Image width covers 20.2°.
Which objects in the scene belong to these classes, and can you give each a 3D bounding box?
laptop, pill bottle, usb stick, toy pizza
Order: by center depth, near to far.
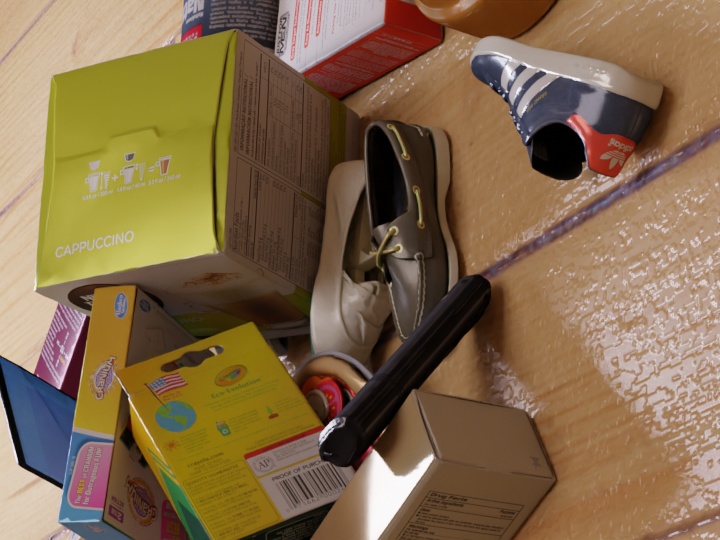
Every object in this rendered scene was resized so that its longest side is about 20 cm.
[{"bbox_3d":[0.034,0.070,1.455,0.200,0.033,0.055,-46,-11,-42],"label":"usb stick"},{"bbox_3d":[-0.022,0.164,1.592,0.200,0.032,0.201,12,105,56],"label":"toy pizza"},{"bbox_3d":[-0.213,0.130,1.818,0.177,0.200,0.103,-118,14,-53],"label":"laptop"},{"bbox_3d":[-0.109,-0.211,1.879,0.120,0.119,0.200,-30,53,55],"label":"pill bottle"}]

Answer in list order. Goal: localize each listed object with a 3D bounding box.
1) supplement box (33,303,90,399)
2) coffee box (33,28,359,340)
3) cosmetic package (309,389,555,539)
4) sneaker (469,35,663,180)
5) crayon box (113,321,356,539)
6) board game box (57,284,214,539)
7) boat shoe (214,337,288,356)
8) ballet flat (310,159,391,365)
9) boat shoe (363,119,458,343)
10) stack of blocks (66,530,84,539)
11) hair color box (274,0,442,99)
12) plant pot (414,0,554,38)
[{"bbox_3d":[-0.249,0.072,2.030,0.086,0.110,0.200,48,120,57],"label":"supplement box"},{"bbox_3d":[-0.135,-0.060,1.710,0.199,0.198,0.200,-10,67,30],"label":"coffee box"},{"bbox_3d":[0.041,0.183,1.445,0.200,0.105,0.071,-56,35,31],"label":"cosmetic package"},{"bbox_3d":[0.130,-0.112,1.434,0.200,0.075,0.085,24,96,62],"label":"sneaker"},{"bbox_3d":[-0.094,0.136,1.549,0.200,0.127,0.051,55,155,39],"label":"crayon box"},{"bbox_3d":[-0.179,0.133,1.649,0.040,0.153,0.200,-4,64,22],"label":"board game box"},{"bbox_3d":[-0.097,-0.008,1.834,0.065,0.074,0.202,-13,59,21],"label":"boat shoe"},{"bbox_3d":[0.000,0.000,1.654,0.069,0.069,0.200,-25,56,57],"label":"ballet flat"},{"bbox_3d":[0.035,-0.028,1.592,0.072,0.060,0.202,-40,45,50],"label":"boat shoe"},{"bbox_3d":[-0.227,0.203,1.920,0.200,0.058,0.115,-85,22,-59],"label":"stack of blocks"},{"bbox_3d":[-0.003,-0.221,1.748,0.200,0.061,0.102,-20,61,57],"label":"hair color box"},{"bbox_3d":[0.052,-0.295,1.543,0.200,0.183,0.201,-34,50,52],"label":"plant pot"}]
